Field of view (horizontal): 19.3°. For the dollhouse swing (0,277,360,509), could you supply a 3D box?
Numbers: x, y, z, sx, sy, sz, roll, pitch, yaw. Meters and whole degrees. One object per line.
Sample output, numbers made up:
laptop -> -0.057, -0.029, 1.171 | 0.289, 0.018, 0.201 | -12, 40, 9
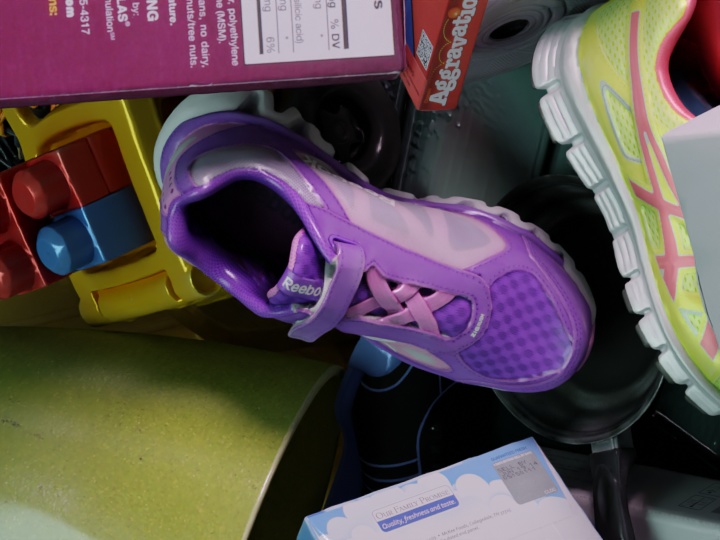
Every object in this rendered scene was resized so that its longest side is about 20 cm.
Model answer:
dollhouse swing -> -0.118, 0.098, 1.083 | 0.182, 0.176, 0.200 | 32, 131, 35

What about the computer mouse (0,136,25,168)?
computer mouse -> -0.184, -0.136, 1.153 | 0.059, 0.034, 0.200 | 24, 135, 15

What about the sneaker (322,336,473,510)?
sneaker -> 0.031, 0.093, 1.003 | 0.078, 0.070, 0.200 | 32, 136, 23

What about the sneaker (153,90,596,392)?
sneaker -> 0.000, 0.000, 0.859 | 0.200, 0.088, 0.081 | 27, 111, -1

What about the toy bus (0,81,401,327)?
toy bus -> -0.103, -0.071, 0.961 | 0.136, 0.192, 0.200 | -14, 98, 53

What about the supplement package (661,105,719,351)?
supplement package -> 0.219, -0.014, 0.677 | 0.200, 0.120, 0.121 | -2, 110, 49

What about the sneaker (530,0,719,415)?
sneaker -> 0.143, -0.023, 0.798 | 0.090, 0.078, 0.200 | -34, 85, 45

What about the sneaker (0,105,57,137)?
sneaker -> -0.166, -0.093, 1.091 | 0.200, 0.077, 0.078 | 30, 132, 11

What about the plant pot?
plant pot -> -0.132, 0.100, 0.976 | 0.200, 0.187, 0.187 | 19, 128, 9

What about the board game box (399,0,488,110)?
board game box -> 0.010, -0.167, 0.848 | 0.103, 0.019, 0.200 | 107, 151, -41

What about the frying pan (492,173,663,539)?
frying pan -> 0.108, 0.046, 0.885 | 0.115, 0.031, 0.190 | -48, 63, 40

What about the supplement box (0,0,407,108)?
supplement box -> -0.098, -0.121, 0.830 | 0.131, 0.200, 0.103 | -162, 67, -69

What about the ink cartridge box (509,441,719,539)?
ink cartridge box -> 0.140, 0.175, 0.933 | 0.200, 0.045, 0.176 | 7, 115, 48

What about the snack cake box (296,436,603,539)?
snack cake box -> 0.022, 0.168, 0.933 | 0.067, 0.115, 0.200 | 57, 149, 29

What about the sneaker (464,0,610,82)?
sneaker -> 0.068, -0.165, 0.822 | 0.200, 0.073, 0.112 | -47, 59, 54
